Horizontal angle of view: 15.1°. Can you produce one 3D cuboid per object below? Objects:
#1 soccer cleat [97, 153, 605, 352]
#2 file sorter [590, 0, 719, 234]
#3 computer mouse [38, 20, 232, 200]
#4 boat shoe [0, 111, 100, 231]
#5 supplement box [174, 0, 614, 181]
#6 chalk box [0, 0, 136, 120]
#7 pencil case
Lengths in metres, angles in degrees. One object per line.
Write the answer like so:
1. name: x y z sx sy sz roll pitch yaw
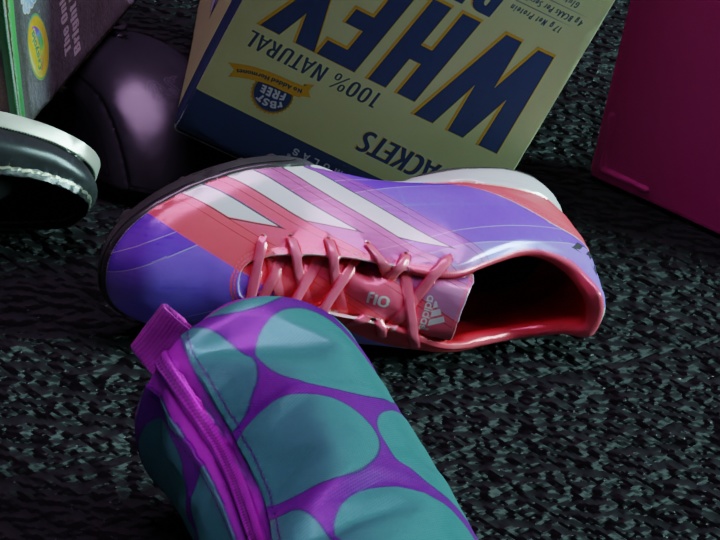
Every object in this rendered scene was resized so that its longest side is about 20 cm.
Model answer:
1. soccer cleat: 0.000 0.000 1.037 0.199 0.068 0.073 -2 33 -27
2. file sorter: 0.210 -0.119 1.192 0.139 0.201 0.125 27 28 30
3. computer mouse: -0.141 -0.091 1.184 0.140 0.046 0.200 -2 29 -24
4. boat shoe: -0.194 -0.027 1.044 0.199 0.072 0.068 3 65 -28
5. supplement box: 0.028 -0.150 1.156 0.134 0.200 0.200 25 25 -11
6. chalk box: -0.178 -0.138 1.112 0.123 0.125 0.200 8 32 16
7. pencil case: -0.011 0.087 0.837 0.092 0.085 0.200 29 15 -30
